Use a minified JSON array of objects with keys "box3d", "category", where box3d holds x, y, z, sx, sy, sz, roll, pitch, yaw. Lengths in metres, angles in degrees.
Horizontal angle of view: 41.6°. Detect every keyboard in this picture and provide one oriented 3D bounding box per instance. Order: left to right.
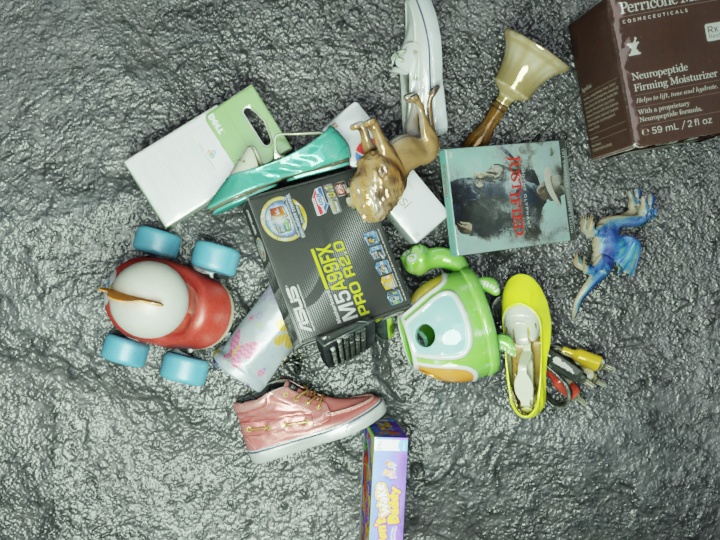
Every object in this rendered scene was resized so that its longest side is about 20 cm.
[{"box3d":[-0.038,0.106,1.228,0.127,0.200,0.021,-22,77,-4],"category":"keyboard"}]

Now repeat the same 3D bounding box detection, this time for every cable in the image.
[{"box3d":[0.255,0.118,1.342,0.200,0.050,0.097,38,105,7],"category":"cable"}]

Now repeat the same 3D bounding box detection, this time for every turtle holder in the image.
[{"box3d":[0.117,0.060,1.265,0.131,0.141,0.186,-15,105,-5],"category":"turtle holder"}]

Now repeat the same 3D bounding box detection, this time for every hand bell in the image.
[{"box3d":[0.190,-0.219,1.310,0.104,0.104,0.200,31,101,-5],"category":"hand bell"}]

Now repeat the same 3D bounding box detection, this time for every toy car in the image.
[{"box3d":[-0.269,0.034,1.187,0.176,0.200,0.185,15,85,17],"category":"toy car"}]

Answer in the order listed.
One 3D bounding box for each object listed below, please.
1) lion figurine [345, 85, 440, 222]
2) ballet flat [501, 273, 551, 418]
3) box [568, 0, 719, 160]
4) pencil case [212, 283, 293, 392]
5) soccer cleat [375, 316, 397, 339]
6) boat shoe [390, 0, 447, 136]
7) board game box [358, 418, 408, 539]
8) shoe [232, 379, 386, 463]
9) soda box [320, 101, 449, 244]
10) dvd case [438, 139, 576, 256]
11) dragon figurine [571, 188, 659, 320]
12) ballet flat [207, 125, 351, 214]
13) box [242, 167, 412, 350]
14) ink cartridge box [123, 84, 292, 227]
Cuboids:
[{"box3d":[0.054,-0.152,1.224,0.200,0.072,0.123,-33,106,-29],"category":"lion figurine"},{"box3d":[0.224,0.107,1.288,0.067,0.067,0.201,0,101,20],"category":"ballet flat"},{"box3d":[0.396,-0.264,1.273,0.165,0.164,0.201,-11,92,-5],"category":"box"},{"box3d":[-0.112,0.066,1.277,0.083,0.091,0.200,38,90,-34],"category":"pencil case"},{"box3d":[0.000,0.000,1.301,0.081,0.068,0.201,-14,89,10],"category":"soccer cleat"},{"box3d":[0.074,-0.280,1.290,0.067,0.074,0.201,-9,93,-7],"category":"boat shoe"},{"box3d":[0.028,0.309,1.268,0.045,0.134,0.201,3,90,-5],"category":"board game box"},{"box3d":[-0.070,0.186,1.288,0.200,0.071,0.091,-19,98,0],"category":"shoe"},{"box3d":[0.031,-0.131,1.292,0.064,0.068,0.200,-41,94,-3],"category":"soda box"},{"box3d":[0.204,-0.102,1.299,0.200,0.022,0.146,-7,91,-27],"category":"dvd case"},{"box3d":[0.355,-0.022,1.327,0.099,0.059,0.201,10,89,-5],"category":"dragon figurine"},{"box3d":[-0.112,-0.138,1.230,0.200,0.067,0.071,-21,94,-4],"category":"ballet flat"},{"box3d":[-0.042,-0.017,1.216,0.160,0.044,0.200,-17,79,-20],"category":"box"},{"box3d":[-0.203,-0.152,1.277,0.200,0.059,0.104,-32,94,-4],"category":"ink cartridge box"}]
